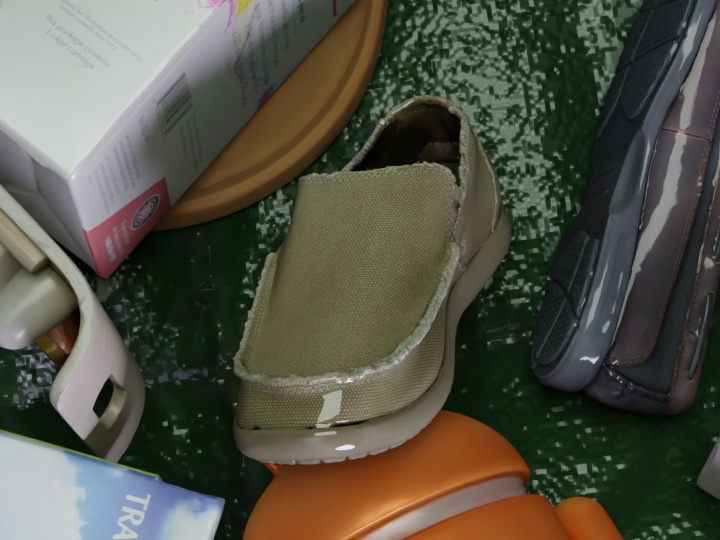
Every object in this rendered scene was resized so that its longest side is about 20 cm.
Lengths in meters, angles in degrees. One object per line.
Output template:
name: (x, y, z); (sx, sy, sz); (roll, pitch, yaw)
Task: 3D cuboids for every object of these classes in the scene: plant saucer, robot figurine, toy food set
plant saucer: (-0.089, -0.116, 0.994); (0.200, 0.037, 0.201); (0, 74, 0)
robot figurine: (0.032, 0.134, 0.879); (0.144, 0.117, 0.200); (-30, 74, 6)
toy food set: (-0.160, -0.013, 0.908); (0.060, 0.144, 0.200); (-43, 78, -8)

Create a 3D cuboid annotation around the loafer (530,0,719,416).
loafer: (0.125, -0.040, 0.962); (0.063, 0.072, 0.200); (22, 80, -14)

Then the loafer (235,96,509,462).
loafer: (0.000, 0.000, 0.881); (0.076, 0.200, 0.068); (-6, 115, 18)

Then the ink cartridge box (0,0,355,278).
ink cartridge box: (-0.058, -0.105, 0.911); (0.067, 0.117, 0.200); (38, 76, 11)

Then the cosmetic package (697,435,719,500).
cosmetic package: (0.220, 0.015, 0.935); (0.101, 0.071, 0.200); (29, 75, 9)

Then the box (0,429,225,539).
box: (-0.159, 0.112, 0.884); (0.200, 0.048, 0.122); (16, 75, 4)
